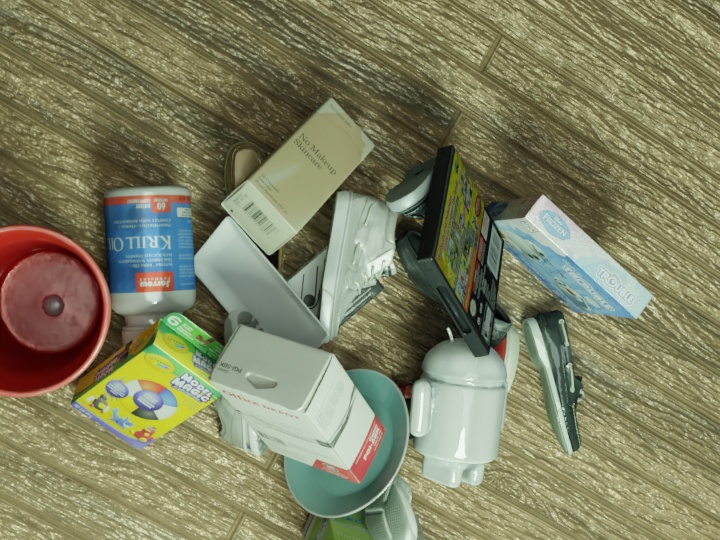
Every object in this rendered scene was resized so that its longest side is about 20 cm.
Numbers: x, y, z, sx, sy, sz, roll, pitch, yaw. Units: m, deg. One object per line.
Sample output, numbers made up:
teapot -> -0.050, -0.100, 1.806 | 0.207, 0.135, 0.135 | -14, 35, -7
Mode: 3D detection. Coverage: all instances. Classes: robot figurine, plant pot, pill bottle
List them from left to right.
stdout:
plant pot -> -0.388, 0.044, 1.345 | 0.198, 0.177, 0.203 | 0, 91, -4
pill bottle -> -0.265, -0.003, 1.417 | 0.111, 0.112, 0.202 | -4, 91, -13
robot figurine -> 0.129, 0.175, 1.446 | 0.169, 0.112, 0.202 | 4, 94, -44

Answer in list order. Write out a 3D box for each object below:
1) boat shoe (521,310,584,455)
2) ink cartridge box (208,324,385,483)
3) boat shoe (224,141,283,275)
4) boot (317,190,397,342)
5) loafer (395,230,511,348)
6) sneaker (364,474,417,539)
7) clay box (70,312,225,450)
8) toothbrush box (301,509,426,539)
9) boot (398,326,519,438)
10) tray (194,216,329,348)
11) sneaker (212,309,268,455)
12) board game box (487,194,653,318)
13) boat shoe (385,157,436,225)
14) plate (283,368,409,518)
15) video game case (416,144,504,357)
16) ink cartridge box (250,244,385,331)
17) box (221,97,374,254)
boat shoe -> 0.283, 0.156, 1.564 | 0.060, 0.076, 0.202 | -16, 94, -7
ink cartridge box -> -0.073, 0.163, 1.355 | 0.146, 0.200, 0.083 | 15, 64, 30
boat shoe -> -0.133, -0.073, 1.471 | 0.073, 0.066, 0.202 | -13, 93, -13
boot -> 0.000, 0.000, 1.451 | 0.094, 0.074, 0.202 | 10, 85, -4
loafer -> 0.127, 0.017, 1.506 | 0.201, 0.071, 0.068 | 49, 40, 12
sneaker -> 0.039, 0.295, 1.449 | 0.080, 0.200, 0.071 | 27, 102, -28
clay box -> -0.252, 0.138, 1.380 | 0.115, 0.048, 0.199 | 39, 126, -25
toothbrush box -> 0.011, 0.374, 1.429 | 0.144, 0.200, 0.087 | 21, 101, -12
boot -> 0.126, 0.149, 1.532 | 0.143, 0.072, 0.202 | 23, 88, -11
tray -> -0.128, 0.033, 1.431 | 0.200, 0.022, 0.107 | 49, 124, 5
sneaker -> -0.164, 0.145, 1.432 | 0.081, 0.075, 0.202 | 7, 113, 20
board game box -> 0.267, -0.018, 1.497 | 0.200, 0.199, 0.043 | 41, 82, -9
boat shoe -> 0.093, -0.086, 1.465 | 0.070, 0.200, 0.091 | -25, 99, 20
plate -> -0.015, 0.225, 1.452 | 0.026, 0.199, 0.201 | 38, 81, -46
video game case -> 0.129, -0.025, 1.404 | 0.181, 0.025, 0.201 | 57, 34, -38
ink cartridge box -> -0.072, 0.051, 1.496 | 0.200, 0.044, 0.094 | -40, 97, -10
box -> -0.078, -0.124, 1.435 | 0.095, 0.078, 0.200 | 45, 51, -9
